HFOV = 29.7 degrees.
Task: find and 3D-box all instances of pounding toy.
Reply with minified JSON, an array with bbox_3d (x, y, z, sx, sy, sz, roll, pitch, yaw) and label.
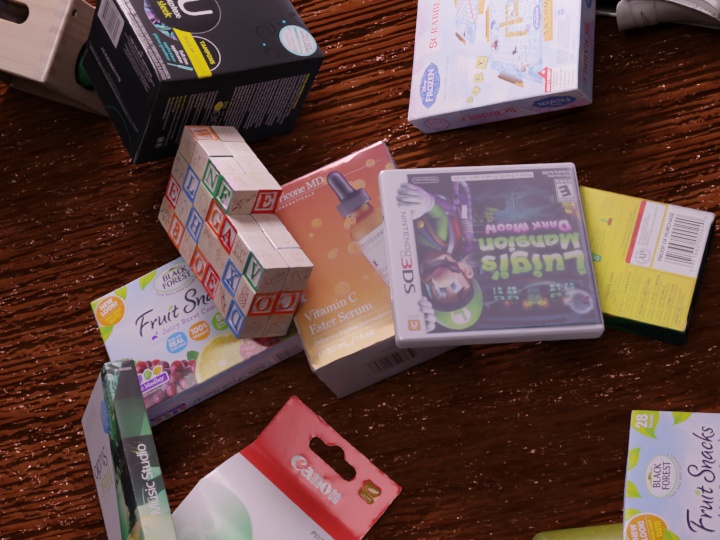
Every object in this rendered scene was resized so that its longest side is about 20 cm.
[{"bbox_3d":[-0.331,-0.267,1.528,0.198,0.184,0.144,18,88,20],"label":"pounding toy"}]

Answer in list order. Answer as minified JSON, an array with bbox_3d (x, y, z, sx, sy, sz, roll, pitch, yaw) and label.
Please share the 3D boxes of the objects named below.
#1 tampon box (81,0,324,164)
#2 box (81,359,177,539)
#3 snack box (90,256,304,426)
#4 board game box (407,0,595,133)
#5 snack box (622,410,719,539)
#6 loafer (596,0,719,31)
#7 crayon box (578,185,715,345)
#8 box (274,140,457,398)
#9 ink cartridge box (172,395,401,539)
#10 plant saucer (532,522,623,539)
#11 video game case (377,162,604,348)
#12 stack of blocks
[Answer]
[{"bbox_3d":[-0.168,-0.225,1.437,0.199,0.127,0.151,-16,62,-33],"label":"tampon box"},{"bbox_3d":[-0.230,0.209,1.343,0.036,0.145,0.202,-8,65,-25],"label":"box"},{"bbox_3d":[-0.169,0.056,1.427,0.199,0.053,0.143,-27,65,4],"label":"snack box"},{"bbox_3d":[0.150,-0.257,1.431,0.198,0.041,0.202,-6,69,33],"label":"board game box"},{"bbox_3d":[0.334,0.207,1.198,0.198,0.068,0.169,-1,39,15],"label":"snack box"},{"bbox_3d":[0.291,-0.281,1.424,0.199,0.070,0.070,20,81,28],"label":"loafer"},{"bbox_3d":[0.240,-0.013,1.348,0.198,0.051,0.128,14,75,18],"label":"crayon box"},{"bbox_3d":[0.000,0.000,1.375,0.151,0.106,0.202,-24,67,5],"label":"box"},{"bbox_3d":[-0.082,0.242,1.342,0.161,0.050,0.200,38,86,23],"label":"ink cartridge box"},{"bbox_3d":[0.260,0.323,1.224,0.197,0.048,0.202,-9,69,11],"label":"plant saucer"},{"bbox_3d":[0.123,-0.017,1.301,0.198,0.023,0.184,-3,65,-7],"label":"video game case"},{"bbox_3d":[-0.124,-0.041,1.343,0.200,0.058,0.116,52,131,39],"label":"stack of blocks"}]
